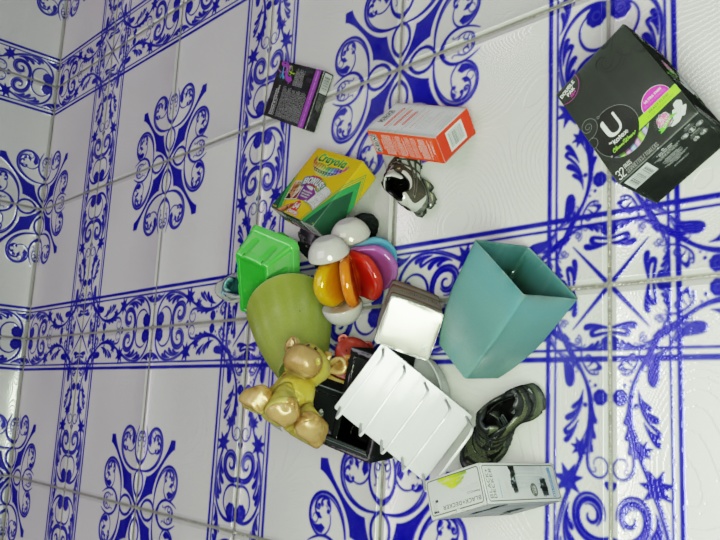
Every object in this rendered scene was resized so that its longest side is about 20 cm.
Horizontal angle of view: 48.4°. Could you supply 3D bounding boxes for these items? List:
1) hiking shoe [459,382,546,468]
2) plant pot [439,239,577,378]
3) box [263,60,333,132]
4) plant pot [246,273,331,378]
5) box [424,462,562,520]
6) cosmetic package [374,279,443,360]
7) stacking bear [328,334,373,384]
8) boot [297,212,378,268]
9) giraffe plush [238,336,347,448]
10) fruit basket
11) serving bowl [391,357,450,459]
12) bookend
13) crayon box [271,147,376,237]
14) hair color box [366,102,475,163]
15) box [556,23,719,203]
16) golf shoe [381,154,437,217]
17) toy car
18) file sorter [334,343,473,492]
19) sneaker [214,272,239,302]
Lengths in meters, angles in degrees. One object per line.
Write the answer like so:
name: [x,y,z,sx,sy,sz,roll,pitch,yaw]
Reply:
hiking shoe: [0.214,0.259,1.334,0.201,0.100,0.076,-55,46,24]
plant pot: [0.228,0.077,1.341,0.142,0.139,0.202,53,127,40]
box: [-0.155,-0.427,1.954,0.199,0.036,0.145,28,101,46]
plant pot: [-0.134,0.141,1.647,0.188,0.185,0.201,-55,29,23]
box: [0.209,0.343,1.247,0.116,0.198,0.061,-31,59,39]
cosmetic package: [0.087,0.084,1.438,0.200,0.102,0.089,-77,7,-82]
stacking bear: [-0.033,0.232,1.605,0.119,0.114,0.204,16,97,7]
boot: [-0.058,-0.080,1.733,0.169,0.076,0.202,53,124,37]
giraffe plush: [-0.107,0.201,1.412,0.164,0.171,0.200,-61,6,-15]
fruit basket: [-0.191,-0.009,1.826,0.154,0.215,0.219,21,97,26]
serving bowl: [0.098,0.250,1.492,0.198,0.065,0.204,-14,71,45]
bookend: [-0.019,0.221,1.474,0.196,0.092,0.204,15,92,31]
crayon box: [-0.083,-0.170,1.734,0.174,0.058,0.199,-53,36,-8]
hair color box: [0.116,-0.271,1.563,0.101,0.062,0.198,-43,36,-23]
box: [0.419,-0.233,1.202,0.149,0.123,0.202,-45,50,30]
golf shoe: [0.079,-0.197,1.597,0.078,0.093,0.202,-52,46,27]
toy car: [0.000,0.000,1.563,0.148,0.200,0.178,-1,115,34]
file sorter: [0.071,0.242,1.323,0.199,0.125,0.140,38,92,2]
sneaker: [-0.312,0.035,1.983,0.198,0.085,0.079,-4,77,47]
